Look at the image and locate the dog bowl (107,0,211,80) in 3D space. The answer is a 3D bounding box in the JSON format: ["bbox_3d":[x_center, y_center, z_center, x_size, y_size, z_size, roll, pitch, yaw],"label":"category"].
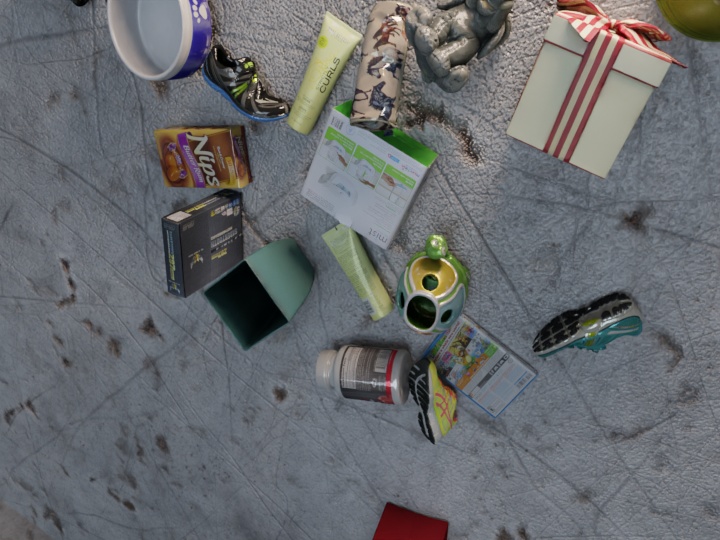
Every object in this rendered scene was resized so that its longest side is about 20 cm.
[{"bbox_3d":[-0.376,-0.465,1.030,0.194,0.078,0.208,10,112,26],"label":"dog bowl"}]

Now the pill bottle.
[{"bbox_3d":[0.006,0.219,1.174,0.193,0.111,0.115,2,114,22],"label":"pill bottle"}]

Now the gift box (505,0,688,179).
[{"bbox_3d":[0.323,-0.259,0.773,0.179,0.201,0.191,23,119,5],"label":"gift box"}]

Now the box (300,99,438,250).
[{"bbox_3d":[0.013,-0.172,1.001,0.196,0.097,0.180,31,122,7],"label":"box"}]

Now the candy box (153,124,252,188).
[{"bbox_3d":[-0.326,-0.236,1.142,0.193,0.057,0.121,4,114,20],"label":"candy box"}]

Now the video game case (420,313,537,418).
[{"bbox_3d":[0.237,0.193,1.118,0.198,0.018,0.145,37,123,4],"label":"video game case"}]

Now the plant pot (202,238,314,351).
[{"bbox_3d":[-0.183,0.027,1.115,0.139,0.200,0.143,-31,100,32],"label":"plant pot"}]

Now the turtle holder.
[{"bbox_3d":[0.138,0.034,1.020,0.140,0.132,0.187,39,122,2],"label":"turtle holder"}]

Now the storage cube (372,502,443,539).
[{"bbox_3d":[0.108,0.709,1.314,0.165,0.180,0.207,9,118,18],"label":"storage cube"}]

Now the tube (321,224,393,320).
[{"bbox_3d":[0.000,0.000,1.109,0.057,0.052,0.204,-32,96,-11],"label":"tube"}]

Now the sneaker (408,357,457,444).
[{"bbox_3d":[0.158,0.259,1.149,0.078,0.088,0.206,38,146,54],"label":"sneaker"}]

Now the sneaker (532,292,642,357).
[{"bbox_3d":[0.402,0.118,0.982,0.196,0.078,0.081,-27,110,30],"label":"sneaker"}]

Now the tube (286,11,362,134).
[{"bbox_3d":[-0.073,-0.346,0.989,0.057,0.053,0.203,12,123,-33],"label":"tube"}]

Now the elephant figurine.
[{"bbox_3d":[0.174,-0.376,0.828,0.198,0.157,0.142,-39,133,7],"label":"elephant figurine"}]

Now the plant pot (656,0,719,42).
[{"bbox_3d":[0.467,-0.376,0.656,0.193,0.193,0.207,9,117,18],"label":"plant pot"}]

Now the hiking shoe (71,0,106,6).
[{"bbox_3d":[-0.582,-0.578,1.083,0.193,0.076,0.104,11,114,17],"label":"hiking shoe"}]

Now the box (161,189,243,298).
[{"bbox_3d":[-0.318,-0.060,1.133,0.049,0.200,0.163,16,119,20],"label":"box"}]

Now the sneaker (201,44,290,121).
[{"bbox_3d":[-0.214,-0.349,1.032,0.197,0.071,0.084,38,128,7],"label":"sneaker"}]

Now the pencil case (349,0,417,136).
[{"bbox_3d":[0.041,-0.327,0.887,0.086,0.078,0.208,11,92,13],"label":"pencil case"}]
